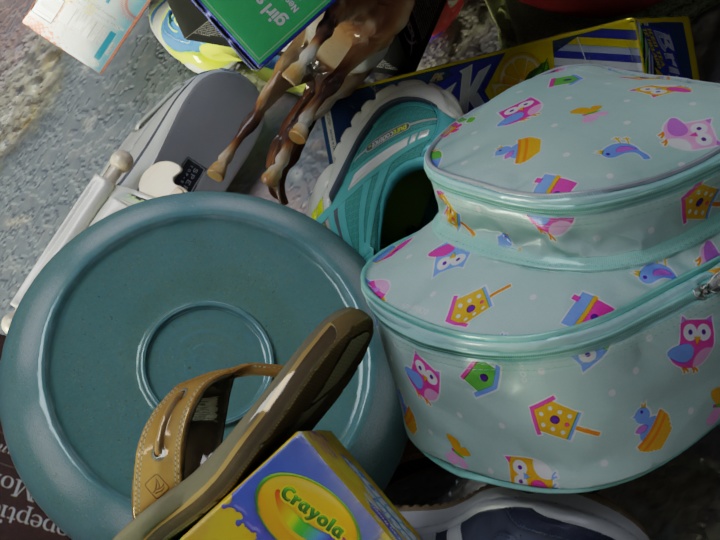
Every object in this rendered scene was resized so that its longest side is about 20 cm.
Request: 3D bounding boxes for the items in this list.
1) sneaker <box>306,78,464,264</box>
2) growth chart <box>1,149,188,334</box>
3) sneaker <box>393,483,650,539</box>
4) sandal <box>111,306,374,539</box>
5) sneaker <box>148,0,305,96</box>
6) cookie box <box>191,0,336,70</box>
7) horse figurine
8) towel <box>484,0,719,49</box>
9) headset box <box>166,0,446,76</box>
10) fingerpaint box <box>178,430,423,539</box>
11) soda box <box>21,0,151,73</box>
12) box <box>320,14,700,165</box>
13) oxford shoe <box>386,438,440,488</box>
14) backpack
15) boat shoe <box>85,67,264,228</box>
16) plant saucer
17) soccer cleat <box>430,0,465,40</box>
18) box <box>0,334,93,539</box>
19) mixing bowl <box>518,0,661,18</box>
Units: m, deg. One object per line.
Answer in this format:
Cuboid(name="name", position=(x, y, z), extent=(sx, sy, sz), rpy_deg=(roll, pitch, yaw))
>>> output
Cuboid(name="sneaker", position=(0.000, 0.000, 1.153), extent=(0.201, 0.077, 0.080), rpy_deg=(-65, 32, 22))
Cuboid(name="growth chart", position=(-0.105, 0.025, 1.263), extent=(0.200, 0.018, 0.145), rpy_deg=(36, 80, 27))
Cuboid(name="sneaker", position=(0.039, 0.161, 1.030), extent=(0.199, 0.070, 0.109), rpy_deg=(-13, 44, 43))
Cuboid(name="sandal", position=(-0.075, 0.082, 0.990), extent=(0.200, 0.080, 0.054), rpy_deg=(-44, 83, 16))
Cuboid(name="sneaker", position=(-0.085, -0.172, 1.400), extent=(0.200, 0.105, 0.076), rpy_deg=(18, 70, 48))
Cuboid(name="cookie box", position=(-0.008, -0.206, 1.121), extent=(0.200, 0.075, 0.171), rpy_deg=(-42, 19, 6))
Cuboid(name="horse figurine", position=(-0.013, -0.105, 1.142), extent=(0.133, 0.050, 0.200), rpy_deg=(-54, 3, -26))
Cuboid(name="towel", position=(0.156, -0.181, 1.248), extent=(0.200, 0.036, 0.149), rpy_deg=(-35, 40, 16))
Cuboid(name="headset box", position=(-0.009, -0.219, 1.292), extent=(0.148, 0.075, 0.201), rpy_deg=(12, 62, 23))
Cuboid(name="fingerpaint box", position=(-0.015, 0.196, 0.964), extent=(0.167, 0.073, 0.200), rpy_deg=(-43, 80, 5))
Cuboid(name="soda box", position=(-0.134, -0.221, 1.418), extent=(0.200, 0.063, 0.069), rpy_deg=(-50, 13, 34))
Cuboid(name="box", position=(0.077, -0.079, 1.190), extent=(0.199, 0.064, 0.070), rpy_deg=(-11, 89, 35))
Cuboid(name="oxford shoe", position=(0.046, 0.056, 1.137), extent=(0.200, 0.071, 0.071), rpy_deg=(-42, 69, 1))
Cuboid(name="backpack", position=(0.102, 0.003, 1.004), extent=(0.200, 0.154, 0.175), rpy_deg=(-39, 35, -28))
Cuboid(name="boat shoe", position=(-0.133, -0.036, 1.357), extent=(0.201, 0.072, 0.066), rpy_deg=(-61, 23, -7))
Cuboid(name="plant saucer", position=(-0.072, 0.048, 1.076), extent=(0.199, 0.027, 0.201), rpy_deg=(1, 67, -3))
Cuboid(name="soccer cleat", position=(0.030, -0.210, 1.378), extent=(0.077, 0.066, 0.201), rpy_deg=(122, 152, -54))
Cuboid(name="box", position=(-0.192, 0.157, 1.119), extent=(0.164, 0.165, 0.201), rpy_deg=(115, 171, -58))
Cuboid(name="mixing bowl", position=(0.129, -0.206, 1.177), extent=(0.200, 0.108, 0.201), rpy_deg=(-27, 43, 27))
